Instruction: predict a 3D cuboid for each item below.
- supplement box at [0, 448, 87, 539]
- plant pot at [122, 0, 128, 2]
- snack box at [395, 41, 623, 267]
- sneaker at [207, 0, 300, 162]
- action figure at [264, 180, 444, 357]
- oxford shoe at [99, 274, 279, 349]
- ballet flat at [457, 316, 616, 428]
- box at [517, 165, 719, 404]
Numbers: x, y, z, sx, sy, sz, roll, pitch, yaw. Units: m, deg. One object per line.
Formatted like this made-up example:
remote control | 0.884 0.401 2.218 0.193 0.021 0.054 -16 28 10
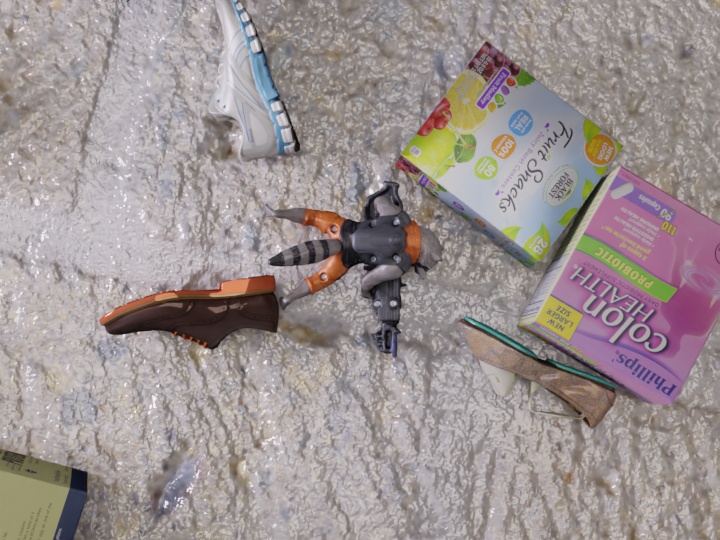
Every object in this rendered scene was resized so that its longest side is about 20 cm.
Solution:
supplement box | -0.406 0.285 1.037 0.198 0.134 0.202 18 83 -14
plant pot | -0.211 -0.427 1.120 0.195 0.200 0.202 -25 86 -13
snack box | 0.169 -0.131 1.158 0.199 0.068 0.169 37 83 0
sneaker | -0.141 -0.218 1.153 0.086 0.075 0.202 -20 85 1
action figure | 0.000 0.000 1.121 0.192 0.105 0.202 -8 86 2
oxford shoe | -0.188 0.055 1.123 0.198 0.071 0.073 -10 90 -4
ballet flat | 0.190 0.120 1.135 0.199 0.068 0.068 25 91 2
box | 0.305 0.018 1.134 0.175 0.097 0.201 31 84 1
